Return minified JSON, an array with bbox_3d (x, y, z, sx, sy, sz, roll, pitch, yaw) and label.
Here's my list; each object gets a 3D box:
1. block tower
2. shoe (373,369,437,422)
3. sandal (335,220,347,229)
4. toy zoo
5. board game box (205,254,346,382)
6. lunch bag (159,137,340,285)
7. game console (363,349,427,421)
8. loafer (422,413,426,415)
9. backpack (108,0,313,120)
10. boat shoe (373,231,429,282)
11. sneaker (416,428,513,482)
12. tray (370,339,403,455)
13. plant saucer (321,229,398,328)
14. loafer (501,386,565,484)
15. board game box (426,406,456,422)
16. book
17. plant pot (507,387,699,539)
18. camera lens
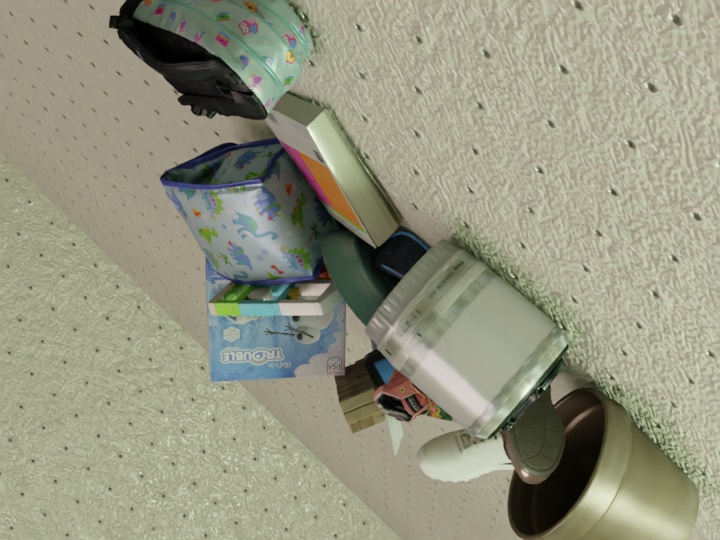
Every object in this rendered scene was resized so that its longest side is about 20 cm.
[{"bbox_3d":[-0.003,0.180,1.865,0.200,0.058,0.054,-102,-10,-81],"label":"block tower"},{"bbox_3d":[0.097,0.149,1.640,0.071,0.091,0.200,51,154,-18],"label":"shoe"},{"bbox_3d":[0.000,0.000,1.773,0.200,0.055,0.082,47,171,-16],"label":"sandal"},{"bbox_3d":[-0.085,0.022,1.701,0.200,0.131,0.020,-1,114,25],"label":"toy zoo"},{"bbox_3d":[-0.121,0.062,1.856,0.043,0.200,0.199,-108,17,-63],"label":"board game box"},{"bbox_3d":[-0.149,-0.074,1.693,0.200,0.127,0.170,-8,123,32],"label":"lunch bag"},{"bbox_3d":[0.123,0.171,1.825,0.171,0.118,0.200,32,163,34],"label":"game console"},{"bbox_3d":[0.083,0.154,1.979,0.076,0.067,0.200,22,155,53],"label":"loafer"},{"bbox_3d":[-0.149,-0.239,1.365,0.200,0.127,0.167,24,168,48],"label":"backpack"},{"bbox_3d":[0.099,0.039,1.614,0.200,0.069,0.084,41,165,6],"label":"boat shoe"},{"bbox_3d":[0.175,0.238,1.787,0.081,0.200,0.076,97,160,-53],"label":"sneaker"},{"bbox_3d":[0.041,0.178,1.946,0.107,0.022,0.200,-99,-3,-46],"label":"tray"},{"bbox_3d":[0.030,0.019,1.648,0.200,0.036,0.200,42,-158,-22],"label":"plant saucer"},{"bbox_3d":[0.203,0.187,1.568,0.072,0.200,0.063,11,130,-8],"label":"loafer"},{"bbox_3d":[0.152,0.161,1.759,0.105,0.023,0.200,14,150,5],"label":"board game box"},{"bbox_3d":[-0.045,-0.128,1.566,0.134,0.048,0.200,31,161,49],"label":"book"},{"bbox_3d":[0.302,0.267,1.551,0.173,0.200,0.200,29,169,-16],"label":"plant pot"},{"bbox_3d":[0.126,0.082,1.484,0.200,0.160,0.160,41,165,8],"label":"camera lens"}]
